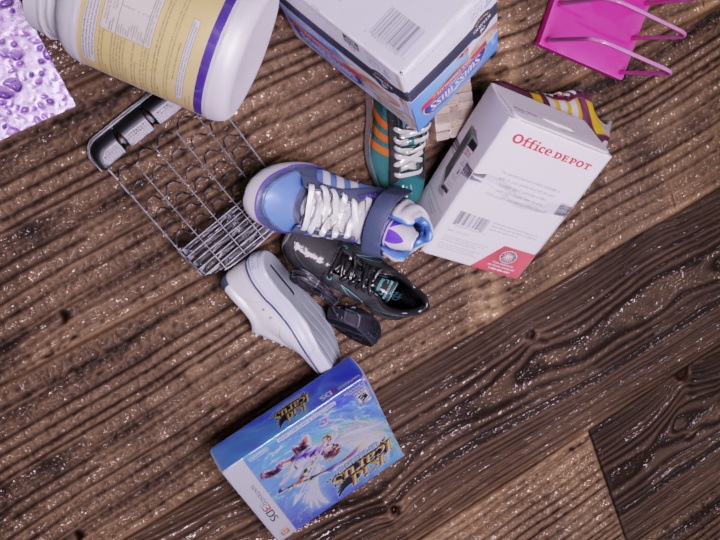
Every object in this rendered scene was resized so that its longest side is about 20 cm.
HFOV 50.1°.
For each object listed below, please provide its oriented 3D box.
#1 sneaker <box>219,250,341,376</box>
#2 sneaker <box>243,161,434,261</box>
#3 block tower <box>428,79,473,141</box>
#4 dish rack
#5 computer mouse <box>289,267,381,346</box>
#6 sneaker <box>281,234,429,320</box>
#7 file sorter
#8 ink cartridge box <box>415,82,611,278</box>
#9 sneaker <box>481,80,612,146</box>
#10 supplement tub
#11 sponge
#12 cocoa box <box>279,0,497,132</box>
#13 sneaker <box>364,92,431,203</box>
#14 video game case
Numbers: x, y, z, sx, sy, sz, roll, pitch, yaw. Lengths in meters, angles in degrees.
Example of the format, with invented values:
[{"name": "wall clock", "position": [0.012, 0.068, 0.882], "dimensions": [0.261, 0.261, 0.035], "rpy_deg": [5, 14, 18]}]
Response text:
[{"name": "sneaker", "position": [-0.092, 0.059, 0.922], "dimensions": [0.071, 0.073, 0.200], "rpy_deg": [-22, 122, 20]}, {"name": "sneaker", "position": [-0.009, -0.060, 0.837], "dimensions": [0.200, 0.146, 0.081], "rpy_deg": [4, 105, -47]}, {"name": "block tower", "position": [0.091, -0.259, 0.903], "dimensions": [0.054, 0.058, 0.200], "rpy_deg": [-14, 111, -17]}, {"name": "dish rack", "position": [-0.178, -0.101, 0.846], "dimensions": [0.153, 0.055, 0.200], "rpy_deg": [-40, 116, -5]}, {"name": "computer mouse", "position": [-0.025, 0.039, 0.906], "dimensions": [0.034, 0.059, 0.200], "rpy_deg": [-62, 149, -15]}, {"name": "sneaker", "position": [0.000, 0.000, 0.923], "dimensions": [0.200, 0.079, 0.075], "rpy_deg": [28, 83, -25]}, {"name": "file sorter", "position": [0.331, -0.348, 0.931], "dimensions": [0.139, 0.125, 0.200], "rpy_deg": [14, 99, -23]}, {"name": "ink cartridge box", "position": [0.173, -0.102, 0.919], "dimensions": [0.147, 0.083, 0.200], "rpy_deg": [15, 126, -24]}, {"name": "sneaker", "position": [0.236, -0.200, 0.971], "dimensions": [0.200, 0.075, 0.090], "rpy_deg": [28, 85, -32]}, {"name": "supplement tub", "position": [-0.192, -0.243, 0.727], "dimensions": [0.200, 0.145, 0.146], "rpy_deg": [24, 96, -5]}, {"name": "sponge", "position": [-0.375, -0.230, 0.745], "dimensions": [0.111, 0.030, 0.200], "rpy_deg": [-28, 113, -12]}, {"name": "cocoa box", "position": [0.024, -0.266, 0.782], "dimensions": [0.200, 0.131, 0.133], "rpy_deg": [42, 86, 18]}, {"name": "sneaker", "position": [0.047, -0.166, 0.896], "dimensions": [0.071, 0.080, 0.200], "rpy_deg": [-14, 109, -18]}, {"name": "video game case", "position": [-0.058, 0.226, 0.956], "dimensions": [0.200, 0.045, 0.181], "rpy_deg": [-33, 134, -10]}]
